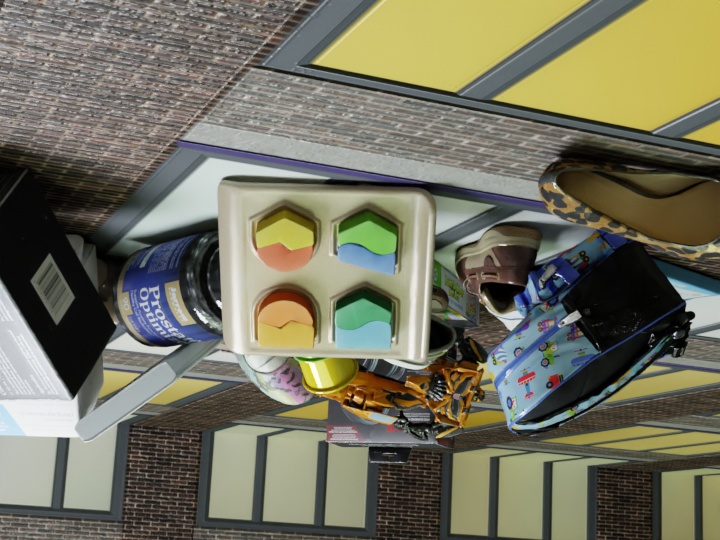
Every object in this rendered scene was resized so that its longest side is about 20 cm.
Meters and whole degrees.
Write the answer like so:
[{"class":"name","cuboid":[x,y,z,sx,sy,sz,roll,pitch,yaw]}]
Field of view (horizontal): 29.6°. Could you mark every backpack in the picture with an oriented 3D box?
[{"class":"backpack","cuboid":[0.204,0.065,1.304,0.200,0.135,0.183,-36,165,4]}]

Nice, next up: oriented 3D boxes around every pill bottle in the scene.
[{"class":"pill bottle","cuboid":[-0.160,0.017,1.411,0.112,0.112,0.200,14,163,-39]}]

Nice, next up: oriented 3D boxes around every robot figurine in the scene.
[{"class":"robot figurine","cuboid":[0.054,0.125,1.592,0.199,0.146,0.058,16,-169,-10]}]

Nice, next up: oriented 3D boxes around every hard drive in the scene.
[{"class":"hard drive","cuboid":[-0.224,0.117,1.505,0.132,0.026,0.200,-35,-177,16]}]

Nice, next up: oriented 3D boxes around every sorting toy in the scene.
[{"class":"sorting toy","cuboid":[-0.033,0.007,1.254,0.199,0.186,0.037,4,-148,4]}]

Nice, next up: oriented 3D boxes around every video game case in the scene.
[{"class":"video game case","cuboid":[0.282,0.019,1.534,0.143,0.018,0.200,15,162,-41]}]

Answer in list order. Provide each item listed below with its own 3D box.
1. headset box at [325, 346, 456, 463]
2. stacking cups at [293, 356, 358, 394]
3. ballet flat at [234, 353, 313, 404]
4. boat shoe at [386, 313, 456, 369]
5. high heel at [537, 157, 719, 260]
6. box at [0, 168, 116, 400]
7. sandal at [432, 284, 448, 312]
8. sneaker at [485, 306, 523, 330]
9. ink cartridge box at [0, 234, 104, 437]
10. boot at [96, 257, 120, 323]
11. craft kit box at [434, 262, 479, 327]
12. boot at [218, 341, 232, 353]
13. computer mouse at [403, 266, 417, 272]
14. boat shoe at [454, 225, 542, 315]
[{"class":"headset box","cuboid":[0.040,0.139,1.705,0.148,0.201,0.077,-1,167,22]},{"class":"stacking cups","cuboid":[-0.053,0.025,1.324,0.060,0.061,0.201,-2,125,21]},{"class":"ballet flat","cuboid":[-0.116,0.062,1.485,0.069,0.200,0.071,-32,146,-7]},{"class":"boat shoe","cuboid":[0.012,0.063,1.491,0.201,0.072,0.060,12,155,-30]},{"class":"high heel","cuboid":[0.247,-0.052,1.097,0.199,0.072,0.142,7,176,27]},{"class":"box","cuboid":[-0.361,0.018,1.275,0.181,0.104,0.200,-3,129,24]},{"class":"sandal","cuboid":[0.000,0.000,1.453,0.199,0.055,0.082,13,166,25]},{"class":"sneaker","cuboid":[0.228,0.040,1.472,0.200,0.073,0.071,9,155,42]},{"class":"ink cartridge box","cuboid":[-0.356,0.061,1.468,0.128,0.201,0.125,1,-155,2]},{"class":"boot","cuboid":[-0.262,0.022,1.571,0.199,0.071,0.146,-14,152,27]},{"class":"craft kit box","cuboid":[0.017,0.030,1.588,0.199,0.049,0.197,-2,169,20]},{"class":"boot","cuboid":[-0.142,0.071,1.689,0.199,0.071,0.146,10,167,34]},{"class":"computer mouse","cuboid":[-0.013,0.004,1.343,0.109,0.044,0.200,26,153,-4]},{"class":"boat shoe","cuboid":[0.140,0.011,1.404,0.072,0.072,0.200,5,167,-10]}]
